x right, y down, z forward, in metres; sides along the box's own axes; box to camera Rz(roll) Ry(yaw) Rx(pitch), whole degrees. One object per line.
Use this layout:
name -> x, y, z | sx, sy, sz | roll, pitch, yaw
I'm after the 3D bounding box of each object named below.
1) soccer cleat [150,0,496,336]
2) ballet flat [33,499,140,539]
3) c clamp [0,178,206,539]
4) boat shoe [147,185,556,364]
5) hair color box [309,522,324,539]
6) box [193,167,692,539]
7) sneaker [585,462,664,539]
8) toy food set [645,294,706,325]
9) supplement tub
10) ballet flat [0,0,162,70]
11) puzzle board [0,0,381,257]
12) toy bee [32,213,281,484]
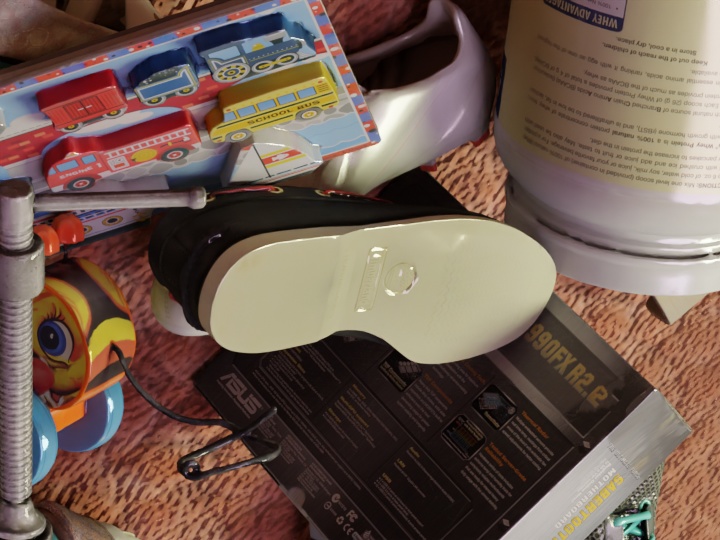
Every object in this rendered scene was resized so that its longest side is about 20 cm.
soccer cleat -> -0.022, -0.049, 1.172 | 0.200, 0.069, 0.078 | -39, 138, -17
ballet flat -> -0.132, 0.167, 1.279 | 0.067, 0.068, 0.200 | -27, 150, -27
c clamp -> -0.156, 0.048, 0.992 | 0.171, 0.027, 0.200 | 5, 123, -9
boat shoe -> 0.001, -0.003, 1.123 | 0.201, 0.063, 0.074 | 1, 117, -39
hair color box -> 0.033, 0.198, 1.393 | 0.099, 0.061, 0.200 | -16, 110, -35
box -> 0.034, 0.064, 1.214 | 0.158, 0.200, 0.048 | -44, 139, -1
sneaker -> 0.151, 0.175, 1.518 | 0.077, 0.091, 0.200 | -14, 134, -34
toy food set -> 0.172, -0.076, 1.337 | 0.143, 0.060, 0.200 | -40, 135, -2
supplement tub -> 0.138, -0.104, 1.171 | 0.145, 0.145, 0.200 | -13, 122, -34
ballet flat -> -0.119, -0.101, 1.032 | 0.200, 0.067, 0.062 | 15, 93, -50
puzzle board -> -0.098, -0.050, 1.043 | 0.200, 0.017, 0.151 | -17, 157, 5
toy bee -> -0.133, 0.031, 1.088 | 0.200, 0.131, 0.109 | -10, 100, 11
